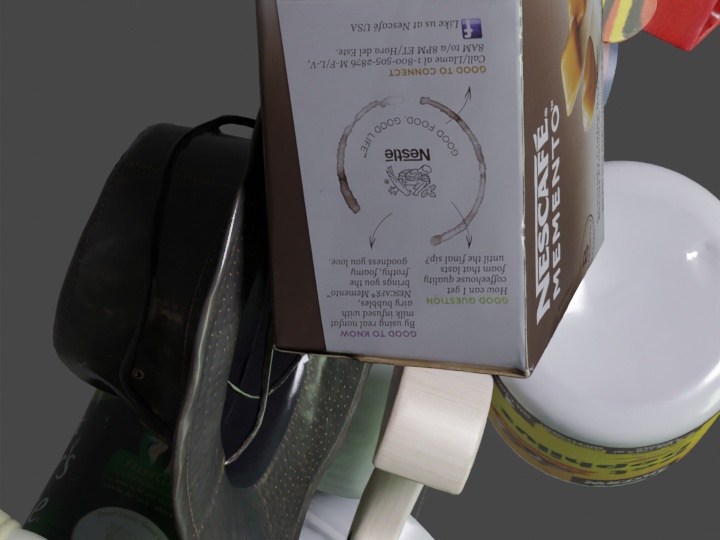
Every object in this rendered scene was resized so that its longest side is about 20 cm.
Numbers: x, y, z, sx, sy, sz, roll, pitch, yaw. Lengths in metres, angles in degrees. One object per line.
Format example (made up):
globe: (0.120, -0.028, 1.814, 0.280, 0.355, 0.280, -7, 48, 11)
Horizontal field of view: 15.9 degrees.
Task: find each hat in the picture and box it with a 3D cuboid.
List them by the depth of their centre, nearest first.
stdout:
hat: (-0.052, 0.013, 0.825, 0.201, 0.080, 0.202, 11, 90, -76)

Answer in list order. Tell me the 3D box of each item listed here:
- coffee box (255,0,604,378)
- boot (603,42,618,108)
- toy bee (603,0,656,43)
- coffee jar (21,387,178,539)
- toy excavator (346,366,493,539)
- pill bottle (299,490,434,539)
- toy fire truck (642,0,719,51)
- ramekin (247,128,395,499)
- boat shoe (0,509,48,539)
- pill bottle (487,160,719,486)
coffee box: (0.022, -0.085, 0.737, 0.114, 0.079, 0.202, -49, 141, -63)
boot: (0.038, -0.144, 1.017, 0.075, 0.096, 0.201, 122, -30, -41)
toy bee: (0.044, -0.168, 0.894, 0.108, 0.201, 0.131, -24, -174, -36)
coffee jar: (-0.080, 0.107, 0.928, 0.201, 0.085, 0.104, -62, 167, -19)
toy excavator: (-0.012, 0.148, 0.994, 0.195, 0.099, 0.201, 116, -9, -62)
pill bottle: (-0.052, 0.183, 1.127, 0.200, 0.119, 0.120, -49, 169, -16)
toy fire truck: (0.132, -0.199, 1.201, 0.200, 0.140, 0.049, -59, 175, -46)
ramekin: (0.000, 0.000, 1.084, 0.201, 0.104, 0.200, -63, 174, -12)
boat shoe: (-0.136, 0.168, 0.813, 0.201, 0.062, 0.073, -67, 174, 27)
pill bottle: (0.100, 0.029, 1.049, 0.110, 0.109, 0.200, -63, 173, -9)
